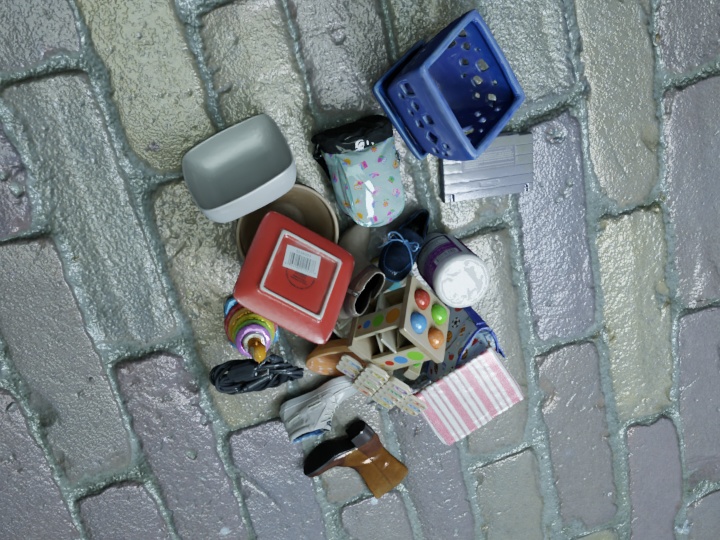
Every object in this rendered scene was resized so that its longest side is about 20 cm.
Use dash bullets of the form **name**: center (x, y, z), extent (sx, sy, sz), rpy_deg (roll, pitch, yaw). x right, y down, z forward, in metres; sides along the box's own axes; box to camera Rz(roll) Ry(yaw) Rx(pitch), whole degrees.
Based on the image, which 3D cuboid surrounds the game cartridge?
- **game cartridge**: center (0.262, -0.216, 1.537), extent (0.199, 0.038, 0.130), rpy_deg (-8, 107, -9)

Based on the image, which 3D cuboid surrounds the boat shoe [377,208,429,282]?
- **boat shoe**: center (0.085, -0.059, 1.471), extent (0.084, 0.200, 0.069), rpy_deg (23, 133, 0)

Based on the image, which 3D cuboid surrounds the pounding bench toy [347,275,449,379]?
- **pounding bench toy**: center (0.104, 0.128, 1.435), extent (0.156, 0.125, 0.200), rpy_deg (-21, 132, 36)

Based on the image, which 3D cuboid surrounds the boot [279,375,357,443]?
- **boot**: center (-0.073, 0.304, 1.602), extent (0.199, 0.096, 0.074), rpy_deg (-26, 145, 3)

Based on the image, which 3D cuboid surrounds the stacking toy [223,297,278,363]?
- **stacking toy**: center (-0.211, 0.132, 1.462), extent (0.109, 0.200, 0.117), rpy_deg (-8, 110, -10)

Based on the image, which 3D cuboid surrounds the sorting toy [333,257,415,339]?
- **sorting toy**: center (0.052, 0.087, 1.567), extent (0.200, 0.107, 0.180), rpy_deg (-41, 120, 4)

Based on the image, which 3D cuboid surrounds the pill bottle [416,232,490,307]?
- **pill bottle**: center (0.177, -0.009, 1.500), extent (0.112, 0.200, 0.113), rpy_deg (-4, 110, -11)

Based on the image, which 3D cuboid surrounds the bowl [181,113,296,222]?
- **bowl**: center (-0.218, -0.179, 1.368), extent (0.200, 0.200, 0.075), rpy_deg (-27, 138, -2)

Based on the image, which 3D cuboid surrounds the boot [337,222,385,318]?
- **boot**: center (0.000, 0.000, 1.434), extent (0.070, 0.146, 0.201), rpy_deg (27, 84, -31)

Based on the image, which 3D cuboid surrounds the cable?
- **cable**: center (-0.217, 0.216, 1.536), extent (0.200, 0.051, 0.163), rpy_deg (-23, 157, 32)

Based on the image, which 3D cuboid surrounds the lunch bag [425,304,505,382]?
- **lunch bag**: center (0.226, 0.176, 1.592), extent (0.123, 0.170, 0.201), rpy_deg (0, 110, -15)

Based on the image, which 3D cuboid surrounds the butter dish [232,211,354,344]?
- **butter dish**: center (-0.138, 0.027, 1.381), extent (0.200, 0.148, 0.200), rpy_deg (28, 62, -17)

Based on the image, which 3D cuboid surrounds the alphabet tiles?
- **alphabet tiles**: center (0.039, 0.235, 1.487), extent (0.195, 0.200, 0.015), rpy_deg (31, 68, 2)

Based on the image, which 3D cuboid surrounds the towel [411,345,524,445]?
- **towel**: center (0.220, 0.257, 1.520), extent (0.200, 0.030, 0.147), rpy_deg (-33, 111, 4)

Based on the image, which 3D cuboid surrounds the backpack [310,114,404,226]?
- **backpack**: center (0.006, -0.184, 1.441), extent (0.166, 0.127, 0.201), rpy_deg (-18, 115, -9)

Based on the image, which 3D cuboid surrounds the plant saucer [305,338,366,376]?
- **plant saucer**: center (-0.016, 0.182, 1.556), extent (0.199, 0.200, 0.038), rpy_deg (5, 66, -14)

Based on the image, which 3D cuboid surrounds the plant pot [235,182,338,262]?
- **plant pot**: center (-0.147, -0.083, 1.459), extent (0.200, 0.093, 0.202), rpy_deg (-4, 111, -11)

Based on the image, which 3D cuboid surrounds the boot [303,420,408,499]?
- **boot**: center (-0.011, 0.460, 1.713), extent (0.188, 0.068, 0.200), rpy_deg (-39, 120, -5)

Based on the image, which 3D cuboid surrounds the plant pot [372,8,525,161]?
- **plant pot**: center (0.152, -0.327, 1.370), extent (0.200, 0.180, 0.200), rpy_deg (-50, 117, -27)
